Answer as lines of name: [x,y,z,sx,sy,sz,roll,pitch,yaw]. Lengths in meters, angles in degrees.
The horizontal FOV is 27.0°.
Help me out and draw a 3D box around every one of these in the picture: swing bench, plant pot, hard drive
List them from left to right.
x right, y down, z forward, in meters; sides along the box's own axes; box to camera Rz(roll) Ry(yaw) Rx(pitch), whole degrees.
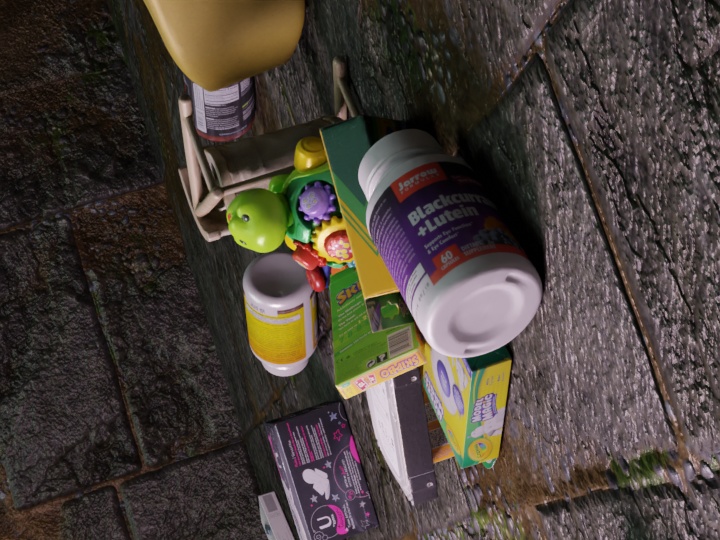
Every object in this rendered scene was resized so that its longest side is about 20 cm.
plant pot: [-0.174,-0.339,1.824,0.195,0.194,0.201,-120,12,-45]
swing bench: [-0.098,-0.125,1.725,0.200,0.197,0.131,105,146,-68]
hard drive: [0.038,0.141,1.661,0.140,0.037,0.202,-123,22,-59]

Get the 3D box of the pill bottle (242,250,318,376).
pill bottle: [-0.119,0.071,2.269,0.201,0.108,0.110,89,160,-50]

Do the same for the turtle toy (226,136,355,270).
turtle toy: [-0.043,-0.058,1.587,0.102,0.198,0.147,-92,8,-48]

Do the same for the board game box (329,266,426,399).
board game box: [0.015,0.049,1.592,0.030,0.095,0.201,56,-164,-33]

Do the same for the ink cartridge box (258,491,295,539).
ink cartridge box: [-0.174,0.628,3.372,0.201,0.044,0.177,-119,19,-46]

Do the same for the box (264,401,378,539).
box: [-0.064,0.316,2.334,0.132,0.114,0.202,156,97,-77]

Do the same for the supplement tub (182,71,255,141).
supplement tub: [-0.210,-0.291,2.214,0.201,0.106,0.108,93,157,-54]

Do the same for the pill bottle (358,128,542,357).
pill bottle: [0.070,-0.031,1.315,0.112,0.110,0.201,87,161,-47]

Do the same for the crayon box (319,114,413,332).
crayon box: [0.028,-0.047,1.469,0.126,0.051,0.202,-8,-96,-70]

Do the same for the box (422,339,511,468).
box: [0.103,0.109,1.502,0.201,0.048,0.118,87,163,-51]

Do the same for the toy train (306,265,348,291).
toy train: [0.000,0.000,1.735,0.116,0.084,0.200,62,164,20]

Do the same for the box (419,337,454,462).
box: [0.063,0.104,1.691,0.119,0.041,0.202,-123,23,-53]
